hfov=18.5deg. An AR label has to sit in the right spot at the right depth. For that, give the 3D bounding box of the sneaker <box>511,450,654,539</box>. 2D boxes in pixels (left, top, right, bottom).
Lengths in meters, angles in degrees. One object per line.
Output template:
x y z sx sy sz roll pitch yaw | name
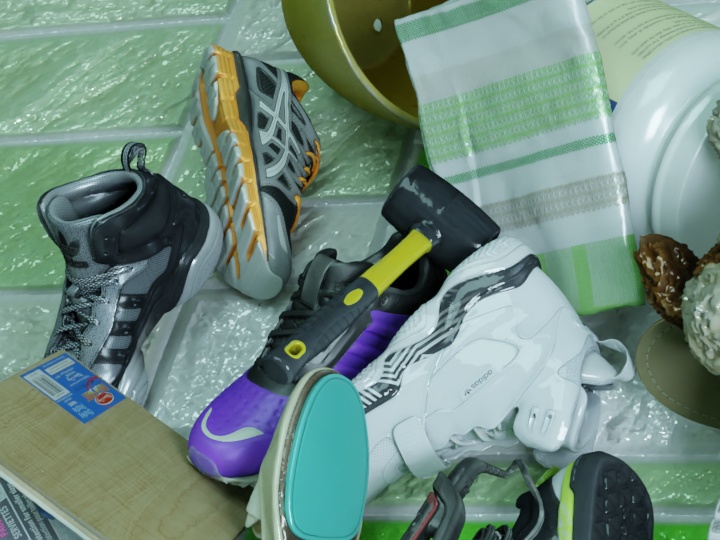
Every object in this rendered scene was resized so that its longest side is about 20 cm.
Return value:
0.098 0.183 1.132 0.083 0.072 0.200 -24 34 38 | sneaker

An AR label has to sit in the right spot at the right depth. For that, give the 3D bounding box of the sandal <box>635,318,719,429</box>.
0.256 0.038 1.218 0.211 0.078 0.070 -8 11 5 | sandal

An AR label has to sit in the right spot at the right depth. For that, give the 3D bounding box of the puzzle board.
-0.134 0.108 1.185 0.150 0.200 0.017 35 102 4 | puzzle board

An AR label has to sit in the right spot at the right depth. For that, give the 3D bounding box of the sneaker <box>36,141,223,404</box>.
-0.168 0.017 1.350 0.075 0.114 0.201 16 66 36 | sneaker

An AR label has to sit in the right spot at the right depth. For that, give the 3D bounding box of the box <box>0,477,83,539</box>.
-0.156 0.208 1.158 0.132 0.115 0.200 -30 42 -9 | box

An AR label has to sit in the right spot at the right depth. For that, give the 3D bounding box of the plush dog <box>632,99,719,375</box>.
0.234 -0.007 1.119 0.172 0.161 0.200 -37 16 -15 | plush dog

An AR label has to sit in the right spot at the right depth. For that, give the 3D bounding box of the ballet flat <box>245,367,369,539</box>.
-0.034 0.152 1.169 0.069 0.069 0.201 -6 69 17 | ballet flat

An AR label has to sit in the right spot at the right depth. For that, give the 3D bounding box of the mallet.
0.000 0.000 1.212 0.066 0.041 0.200 44 43 14 | mallet

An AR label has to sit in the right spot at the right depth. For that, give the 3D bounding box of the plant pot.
0.025 -0.186 1.464 0.200 0.200 0.142 -45 22 -24 | plant pot

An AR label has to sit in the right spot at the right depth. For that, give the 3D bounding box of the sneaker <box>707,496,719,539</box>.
0.218 0.110 1.127 0.074 0.082 0.200 10 50 26 | sneaker

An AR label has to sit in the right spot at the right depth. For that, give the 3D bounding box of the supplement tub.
0.161 -0.089 1.314 0.145 0.145 0.200 -39 44 -19 | supplement tub

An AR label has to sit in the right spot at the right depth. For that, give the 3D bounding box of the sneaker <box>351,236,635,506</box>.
0.057 0.087 1.220 0.115 0.075 0.200 40 89 25 | sneaker

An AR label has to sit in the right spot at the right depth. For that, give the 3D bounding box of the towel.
0.088 -0.066 1.269 0.031 0.201 0.149 -9 -4 -38 | towel

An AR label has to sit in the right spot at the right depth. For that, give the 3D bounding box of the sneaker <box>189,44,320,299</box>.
-0.061 -0.067 1.443 0.077 0.078 0.201 7 51 -21 | sneaker

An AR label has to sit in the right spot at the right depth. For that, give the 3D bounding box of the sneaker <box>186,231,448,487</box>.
-0.026 0.039 1.269 0.069 0.100 0.200 27 48 37 | sneaker

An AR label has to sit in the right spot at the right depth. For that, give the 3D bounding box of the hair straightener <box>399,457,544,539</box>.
0.039 0.172 1.120 0.077 0.041 0.200 22 55 25 | hair straightener
